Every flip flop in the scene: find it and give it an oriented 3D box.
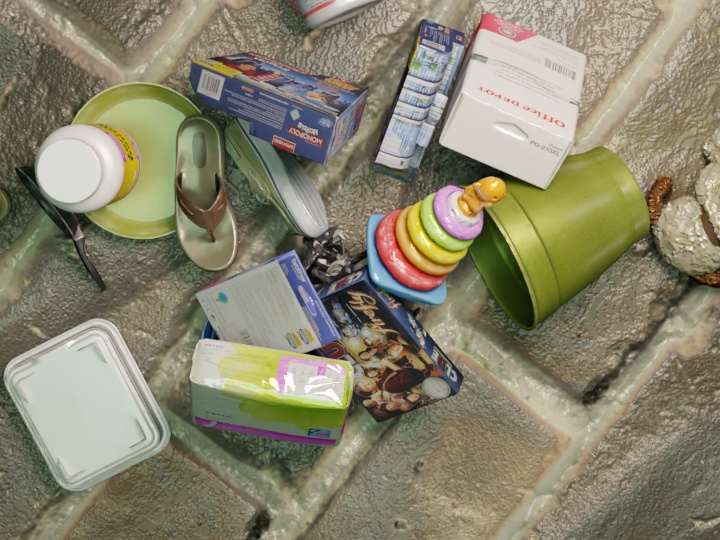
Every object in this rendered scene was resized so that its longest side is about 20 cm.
[{"bbox_3d":[-0.198,-0.096,1.608,0.081,0.058,0.201,-2,97,-1],"label":"flip flop"}]

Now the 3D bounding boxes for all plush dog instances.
[{"bbox_3d":[0.457,-0.060,1.619,0.172,0.160,0.200,-31,97,26],"label":"plush dog"}]

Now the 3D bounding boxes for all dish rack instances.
[{"bbox_3d":[-0.363,0.181,1.677,0.171,0.044,0.200,-26,95,3],"label":"dish rack"}]

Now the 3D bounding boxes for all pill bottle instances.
[{"bbox_3d":[-0.329,-0.124,1.531,0.104,0.200,0.105,0,98,-1],"label":"pill bottle"},{"bbox_3d":[-0.052,-0.405,1.556,0.108,0.109,0.201,-22,95,2],"label":"pill bottle"}]

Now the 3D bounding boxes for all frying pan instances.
[{"bbox_3d":[-0.371,-0.059,1.617,0.031,0.115,0.190,-41,97,-15],"label":"frying pan"}]

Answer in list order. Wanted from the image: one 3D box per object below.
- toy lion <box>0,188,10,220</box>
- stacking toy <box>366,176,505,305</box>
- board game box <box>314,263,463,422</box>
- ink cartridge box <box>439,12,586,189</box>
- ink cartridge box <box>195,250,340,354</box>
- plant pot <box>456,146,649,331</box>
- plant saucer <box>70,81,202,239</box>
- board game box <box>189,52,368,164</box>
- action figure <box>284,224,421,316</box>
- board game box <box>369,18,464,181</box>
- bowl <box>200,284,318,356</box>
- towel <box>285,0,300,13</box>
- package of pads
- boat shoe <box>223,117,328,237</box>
[{"bbox_3d":[-0.582,-0.100,1.636,0.191,0.069,0.200,-36,96,10],"label":"toy lion"},{"bbox_3d":[0.101,-0.056,1.501,0.116,0.110,0.200,19,142,-27],"label":"stacking toy"},{"bbox_3d":[0.017,0.095,1.597,0.135,0.035,0.200,-25,115,35],"label":"board game box"},{"bbox_3d":[0.188,-0.209,1.554,0.144,0.200,0.084,23,131,-3],"label":"ink cartridge box"},{"bbox_3d":[-0.108,0.050,1.569,0.200,0.042,0.120,-21,99,45],"label":"ink cartridge box"},{"bbox_3d":[0.247,-0.058,1.595,0.193,0.200,0.201,-28,96,-9],"label":"plant pot"},{"bbox_3d":[-0.281,-0.142,1.645,0.199,0.031,0.201,0,97,-1],"label":"plant saucer"},{"bbox_3d":[-0.080,-0.206,1.570,0.200,0.200,0.062,24,111,18],"label":"board game box"},{"bbox_3d":[0.000,0.000,1.626,0.102,0.119,0.200,-35,105,33],"label":"action figure"},{"bbox_3d":[0.067,-0.195,1.583,0.061,0.200,0.200,19,110,-2],"label":"board game box"},{"bbox_3d":[-0.109,0.105,1.672,0.200,0.039,0.201,0,97,0],"label":"bowl"},{"bbox_3d":[-0.107,-0.445,1.616,0.200,0.023,0.144,39,94,-5],"label":"towel"},{"bbox_3d":[-0.112,0.154,1.579,0.199,0.155,0.068,9,62,-2],"label":"package of pads"},{"bbox_3d":[-0.109,-0.116,1.618,0.062,0.072,0.200,-39,68,21],"label":"boat shoe"}]
